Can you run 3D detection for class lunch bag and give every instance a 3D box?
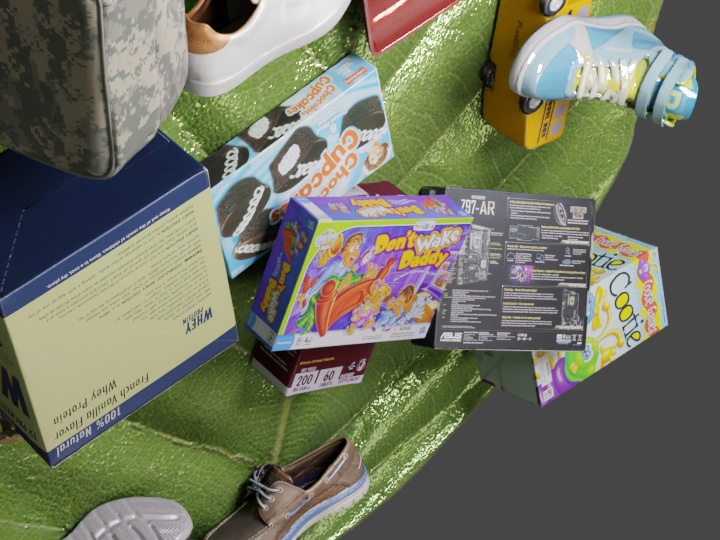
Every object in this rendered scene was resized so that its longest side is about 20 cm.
[{"bbox_3d":[-0.193,-0.190,1.387,0.168,0.138,0.201,-51,154,-40],"label":"lunch bag"}]

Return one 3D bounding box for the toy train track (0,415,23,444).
[{"bbox_3d":[-0.345,0.135,1.585,0.198,0.114,0.033,-8,84,-32],"label":"toy train track"}]

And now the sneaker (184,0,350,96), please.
[{"bbox_3d":[-0.069,-0.222,1.534,0.200,0.072,0.085,-44,151,-33],"label":"sneaker"}]

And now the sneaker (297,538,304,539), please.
[{"bbox_3d":[-0.110,0.339,2.005,0.199,0.079,0.076,-10,145,-44],"label":"sneaker"}]

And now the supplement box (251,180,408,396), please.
[{"bbox_3d":[-0.023,0.017,1.839,0.108,0.061,0.201,-8,126,-45],"label":"supplement box"}]

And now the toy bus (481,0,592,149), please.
[{"bbox_3d":[0.171,-0.218,1.842,0.078,0.065,0.201,-22,136,-36],"label":"toy bus"}]

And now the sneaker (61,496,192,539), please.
[{"bbox_3d":[-0.252,0.294,1.830,0.199,0.078,0.113,-22,141,-20],"label":"sneaker"}]

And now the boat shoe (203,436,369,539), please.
[{"bbox_3d":[-0.085,0.235,1.970,0.199,0.072,0.073,-31,125,-24],"label":"boat shoe"}]

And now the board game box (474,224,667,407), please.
[{"bbox_3d":[0.228,0.047,2.095,0.199,0.103,0.106,-30,121,-29],"label":"board game box"}]

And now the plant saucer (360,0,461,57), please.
[{"bbox_3d":[0.064,-0.314,1.657,0.199,0.037,0.201,-36,142,-22],"label":"plant saucer"}]

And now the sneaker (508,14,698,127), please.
[{"bbox_3d":[0.240,-0.180,1.784,0.199,0.130,0.080,-19,136,-42],"label":"sneaker"}]

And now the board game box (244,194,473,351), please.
[{"bbox_3d":[0.000,0.000,1.759,0.199,0.045,0.135,-3,123,-44],"label":"board game box"}]

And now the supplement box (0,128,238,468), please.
[{"bbox_3d":[-0.224,0.007,1.532,0.199,0.134,0.201,-34,142,-23],"label":"supplement box"}]

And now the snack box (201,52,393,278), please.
[{"bbox_3d":[-0.061,-0.094,1.714,0.200,0.037,0.117,-38,144,-19],"label":"snack box"}]

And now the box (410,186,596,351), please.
[{"bbox_3d":[0.147,0.000,1.938,0.198,0.043,0.162,2,93,-34],"label":"box"}]
